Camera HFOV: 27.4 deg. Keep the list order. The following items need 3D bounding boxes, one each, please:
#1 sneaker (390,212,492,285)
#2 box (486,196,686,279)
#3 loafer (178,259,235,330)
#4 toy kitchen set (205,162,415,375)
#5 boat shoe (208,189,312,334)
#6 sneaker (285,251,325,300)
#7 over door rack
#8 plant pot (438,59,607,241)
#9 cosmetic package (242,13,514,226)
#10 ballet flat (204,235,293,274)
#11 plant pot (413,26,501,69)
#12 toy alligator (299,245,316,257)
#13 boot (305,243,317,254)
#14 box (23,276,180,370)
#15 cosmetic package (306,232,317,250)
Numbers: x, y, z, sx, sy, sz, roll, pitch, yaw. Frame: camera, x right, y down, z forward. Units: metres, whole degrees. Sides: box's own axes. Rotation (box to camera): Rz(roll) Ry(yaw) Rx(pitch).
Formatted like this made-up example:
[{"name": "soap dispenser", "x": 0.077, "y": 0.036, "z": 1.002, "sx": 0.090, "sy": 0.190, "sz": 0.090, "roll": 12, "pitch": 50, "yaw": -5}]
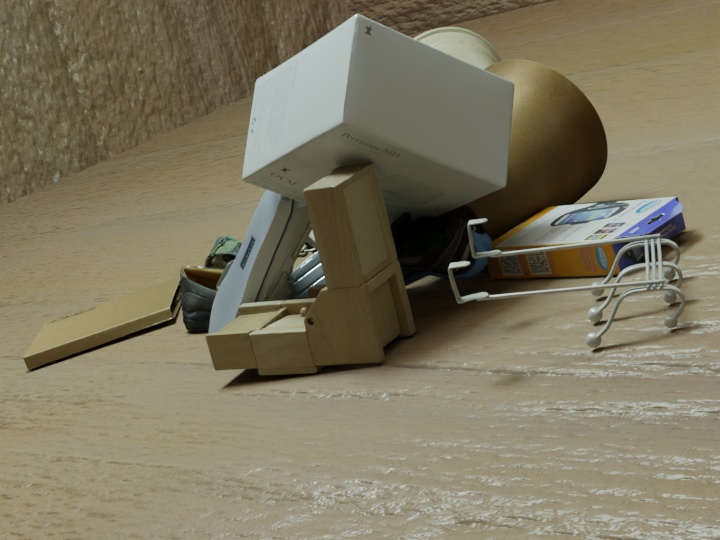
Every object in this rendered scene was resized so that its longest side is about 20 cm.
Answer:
[{"name": "sneaker", "x": 0.045, "y": -0.025, "z": 1.549, "sx": 0.198, "sy": 0.083, "sz": 0.071, "roll": -10, "pitch": 49, "yaw": 41}, {"name": "box", "x": 0.234, "y": -0.032, "z": 1.495, "sx": 0.119, "sy": 0.042, "sz": 0.199, "roll": -30, "pitch": 19, "yaw": -37}, {"name": "loafer", "x": -0.141, "y": 0.025, "z": 1.707, "sx": 0.198, "sy": 0.073, "sz": 0.073, "roll": -7, "pitch": 16, "yaw": 38}, {"name": "toy kitchen set", "x": -0.047, "y": -0.012, "z": 1.486, "sx": 0.198, "sy": 0.183, "sz": 0.163, "roll": -5, "pitch": 17, "yaw": 31}, {"name": "boat shoe", "x": -0.102, "y": 0.009, "z": 1.583, "sx": 0.065, "sy": 0.201, "sz": 0.074, "roll": 16, "pitch": 25, "yaw": -27}, {"name": "sneaker", "x": 0.000, "y": 0.000, "z": 1.658, "sx": 0.199, "sy": 0.074, "sz": 0.071, "roll": -27, "pitch": -13, "yaw": -19}, {"name": "over door rack", "x": 0.182, "y": 0.011, "z": 1.297, "sx": 0.197, "sy": 0.067, "sz": 0.148, "roll": 5, "pitch": 18, "yaw": 9}, {"name": "plant pot", "x": 0.149, "y": -0.105, "z": 1.644, "sx": 0.185, "sy": 0.188, "sz": 0.200, "roll": -5, "pitch": 31, "yaw": 44}, {"name": "cosmetic package", "x": 0.017, "y": -0.140, "z": 1.495, "sx": 0.198, "sy": 0.124, "sz": 0.199, "roll": 18, "pitch": -24, "yaw": -29}, {"name": "ballet flat", "x": -0.145, "y": 0.001, "z": 1.856, "sx": 0.074, "sy": 0.075, "sz": 0.200, "roll": -24, "pitch": 12, "yaw": -20}, {"name": "plant pot", "x": 0.149, "y": -0.232, "z": 2.130, "sx": 0.198, "sy": 0.202, "sz": 0.184, "roll": -20, "pitch": 25, "yaw": -7}, {"name": "toy alligator", "x": -0.002, "y": -0.046, "z": 1.771, "sx": 0.198, "sy": 0.055, "sz": 0.059, "roll": -2, "pitch": -1, "yaw": 22}, {"name": "boot", "x": 0.021, "y": -0.082, "z": 1.883, "sx": 0.210, "sy": 0.080, "sz": 0.158, "roll": -30, "pitch": 7, "yaw": 0}, {"name": "box", "x": -0.328, "y": 0.066, "z": 1.907, "sx": 0.198, "sy": 0.022, "sz": 0.164, "roll": -18, "pitch": 14, "yaw": 3}, {"name": "cosmetic package", "x": 0.003, "y": -0.111, "z": 1.704, "sx": 0.087, "sy": 0.103, "sz": 0.201, "roll": 36, "pitch": 84, "yaw": 31}]
